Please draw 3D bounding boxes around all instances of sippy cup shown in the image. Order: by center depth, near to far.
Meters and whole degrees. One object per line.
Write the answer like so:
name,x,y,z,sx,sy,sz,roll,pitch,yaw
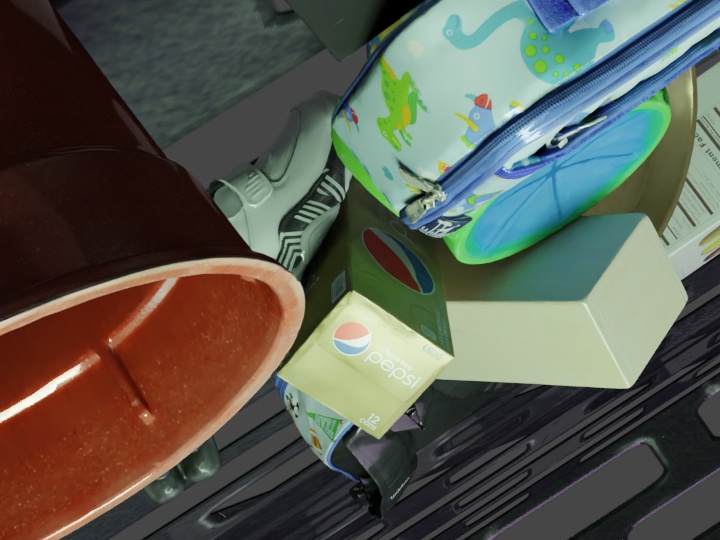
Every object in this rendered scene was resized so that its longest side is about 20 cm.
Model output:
sippy cup,0.072,-0.095,0.763,0.140,0.131,0.178,-40,161,20

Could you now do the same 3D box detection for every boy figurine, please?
boy figurine,-0.147,0.115,1.038,0.124,0.065,0.200,-28,165,-7

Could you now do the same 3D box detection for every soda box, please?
soda box,0.000,0.000,0.794,0.064,0.068,0.200,-49,-160,22

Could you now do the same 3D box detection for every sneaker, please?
sneaker,-0.083,-0.026,0.753,0.201,0.115,0.075,-65,-162,-16

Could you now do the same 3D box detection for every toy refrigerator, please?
toy refrigerator,0.083,0.020,0.844,0.199,0.070,0.076,-3,-142,47

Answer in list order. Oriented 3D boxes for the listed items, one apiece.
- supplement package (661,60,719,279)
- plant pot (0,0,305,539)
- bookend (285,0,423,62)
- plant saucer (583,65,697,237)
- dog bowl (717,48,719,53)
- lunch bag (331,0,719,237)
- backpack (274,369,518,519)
supplement package,0.296,-0.091,1.182,0.200,0.110,0.114,-36,161,8
plant pot,-0.152,-0.020,0.470,0.200,0.196,0.201,-29,162,-11
bookend,0.020,-0.193,0.484,0.198,0.092,0.200,-36,161,8
plant saucer,0.149,-0.086,0.908,0.199,0.029,0.202,-16,112,-44
dog bowl,0.348,-0.206,1.028,0.199,0.079,0.200,-30,161,-11
lunch bag,0.091,-0.101,0.600,0.200,0.083,0.161,-35,179,-22
backpack,0.025,0.068,1.069,0.200,0.154,0.190,-42,168,1
